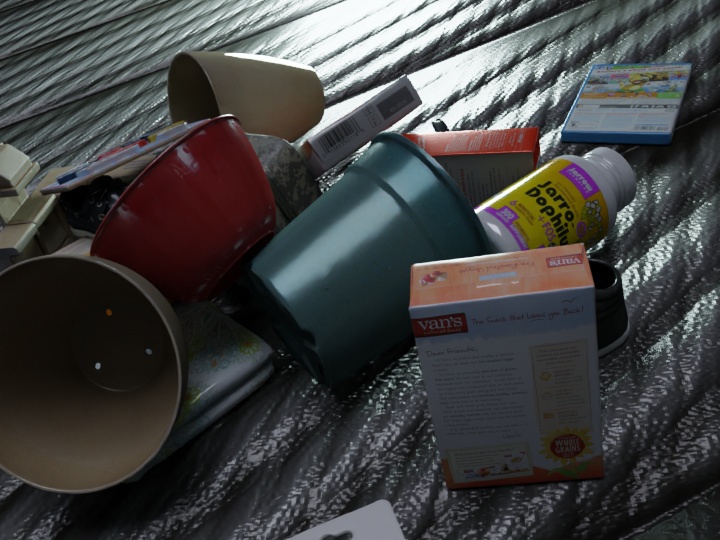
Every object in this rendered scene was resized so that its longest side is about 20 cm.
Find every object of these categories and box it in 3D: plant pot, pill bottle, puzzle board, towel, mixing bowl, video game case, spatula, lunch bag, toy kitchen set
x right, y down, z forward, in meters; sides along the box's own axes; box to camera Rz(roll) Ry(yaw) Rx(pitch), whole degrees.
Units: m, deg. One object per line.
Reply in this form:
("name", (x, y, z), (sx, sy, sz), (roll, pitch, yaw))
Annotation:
("plant pot", (-0.157, -0.243, 1.233), (0.198, 0.190, 0.187), (-19, 33, -30))
("pill bottle", (0.203, -0.057, 0.892), (0.199, 0.105, 0.104), (-32, 39, -22))
("plant pot", (-0.241, 0.081, 0.754), (0.197, 0.204, 0.134), (-11, 6, 5))
("puzzle board", (-0.300, -0.147, 1.049), (0.199, 0.018, 0.150), (-33, 19, -27))
("towel", (-0.207, 0.111, 0.868), (0.199, 0.049, 0.170), (-36, 40, -26))
("mixing bowl", (-0.155, -0.042, 0.820), (0.108, 0.200, 0.200), (44, 56, 2))
("video game case", (0.370, -0.233, 1.143), (0.141, 0.018, 0.201), (6, 41, 27))
("spatula", (0.132, -0.166, 1.134), (0.056, 0.021, 0.201), (-7, 32, -11))
("lunch bag", (-0.163, -0.071, 1.028), (0.198, 0.140, 0.169), (15, 62, 36))
("plant pot", (0.000, 0.000, 0.832), (0.195, 0.202, 0.200), (-37, 40, -16))
("toy kitchen set", (-0.385, -0.097, 1.110), (0.177, 0.165, 0.201), (-5, 37, 13))

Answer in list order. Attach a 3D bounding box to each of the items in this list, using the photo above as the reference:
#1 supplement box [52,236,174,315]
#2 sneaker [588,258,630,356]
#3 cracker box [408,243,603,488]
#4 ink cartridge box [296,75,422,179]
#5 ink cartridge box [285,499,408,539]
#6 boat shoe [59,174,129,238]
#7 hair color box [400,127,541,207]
("supplement box", (-0.296, 0.009, 0.977), (0.125, 0.074, 0.199), (-33, 25, -23))
("sneaker", (0.165, 0.057, 0.759), (0.198, 0.100, 0.071), (-30, 40, -18))
("cracker box", (0.119, 0.082, 0.655), (0.132, 0.202, 0.058), (-6, 36, 11))
("ink cartridge box", (-0.023, -0.172, 1.084), (0.161, 0.050, 0.200), (-37, 10, -18))
("ink cartridge box", (0.006, 0.268, 0.562), (0.114, 0.069, 0.201), (-20, 36, -7))
("boat shoe", (-0.309, -0.083, 1.006), (0.074, 0.067, 0.198), (-37, 26, -30))
("hair color box", (0.117, -0.111, 0.999), (0.197, 0.103, 0.062), (1, 37, 20))
